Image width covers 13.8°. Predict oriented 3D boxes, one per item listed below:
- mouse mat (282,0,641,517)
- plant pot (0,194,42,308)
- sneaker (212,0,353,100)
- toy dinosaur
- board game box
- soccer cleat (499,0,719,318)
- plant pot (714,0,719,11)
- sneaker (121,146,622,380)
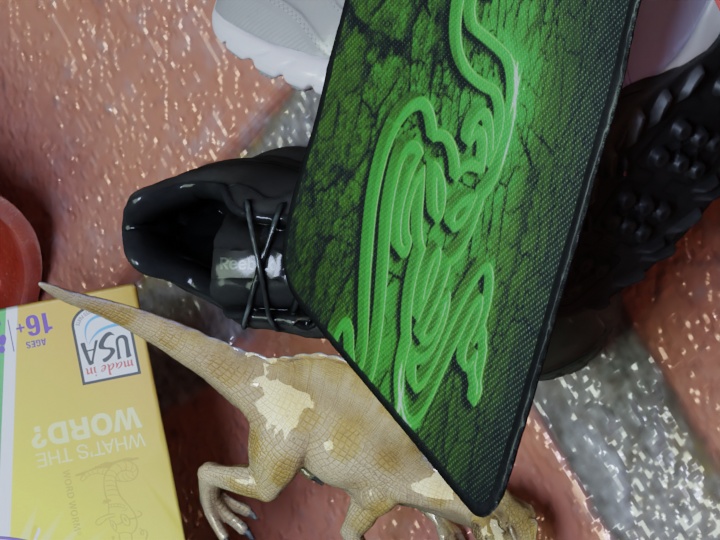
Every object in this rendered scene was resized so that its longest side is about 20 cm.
[{"bbox_3d":[0.028,-0.049,0.881,0.161,0.007,0.201,48,131,52],"label":"mouse mat"},{"bbox_3d":[-0.261,-0.035,1.205,0.196,0.200,0.201,55,134,29],"label":"plant pot"},{"bbox_3d":[0.040,-0.096,0.965,0.199,0.075,0.082,5,99,33],"label":"sneaker"},{"bbox_3d":[-0.020,0.055,1.047,0.199,0.058,0.101,30,145,2],"label":"toy dinosaur"},{"bbox_3d":[-0.135,0.117,1.072,0.040,0.152,0.201,148,110,-82],"label":"board game box"},{"bbox_3d":[0.088,-0.082,0.870,0.073,0.068,0.201,36,105,37],"label":"soccer cleat"},{"bbox_3d":[0.182,-0.073,0.746,0.178,0.200,0.201,56,135,33],"label":"plant pot"},{"bbox_3d":[0.000,0.000,1.009,0.199,0.091,0.076,5,97,43],"label":"sneaker"}]
